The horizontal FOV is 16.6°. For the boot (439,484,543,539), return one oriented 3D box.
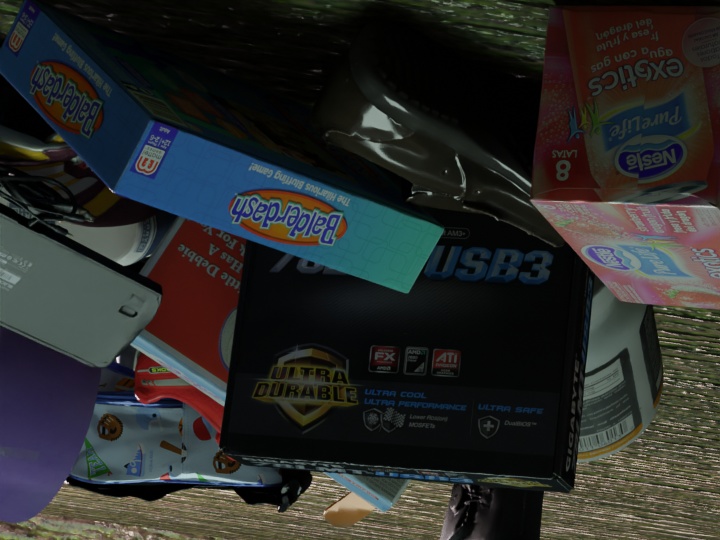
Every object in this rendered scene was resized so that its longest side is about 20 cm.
[{"bbox_3d":[0.090,0.111,1.740,0.065,0.202,0.165,11,167,-15],"label":"boot"}]

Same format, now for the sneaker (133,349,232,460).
[{"bbox_3d":[-0.061,0.094,1.688,0.199,0.086,0.077,21,-174,3],"label":"sneaker"}]

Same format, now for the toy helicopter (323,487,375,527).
[{"bbox_3d":[0.020,0.105,1.768,0.078,0.133,0.200,14,153,-12],"label":"toy helicopter"}]

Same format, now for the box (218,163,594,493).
[{"bbox_3d":[0.031,0.016,1.378,0.198,0.200,0.050,4,168,18],"label":"box"}]

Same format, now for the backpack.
[{"bbox_3d":[-0.139,0.101,1.855,0.189,0.156,0.200,-7,-174,-10],"label":"backpack"}]

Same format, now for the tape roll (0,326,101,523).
[{"bbox_3d":[-0.272,0.079,1.810,0.084,0.202,0.199,16,164,-30],"label":"tape roll"}]

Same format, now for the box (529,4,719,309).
[{"bbox_3d":[0.156,-0.052,1.235,0.094,0.104,0.200,2,167,20],"label":"box"}]

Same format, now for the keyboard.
[{"bbox_3d":[-0.197,-0.021,1.369,0.199,0.040,0.104,28,127,-29],"label":"keyboard"}]

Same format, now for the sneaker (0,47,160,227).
[{"bbox_3d":[-0.166,-0.073,1.386,0.199,0.076,0.090,17,164,-43],"label":"sneaker"}]

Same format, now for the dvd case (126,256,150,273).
[{"bbox_3d":[-0.110,0.022,1.638,0.199,0.025,0.150,18,-174,-15],"label":"dvd case"}]

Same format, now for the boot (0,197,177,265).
[{"bbox_3d":[-0.204,-0.040,1.568,0.199,0.073,0.090,14,-171,22],"label":"boot"}]

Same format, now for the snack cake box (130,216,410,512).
[{"bbox_3d":[-0.036,0.041,1.460,0.199,0.115,0.067,34,170,2],"label":"snack cake box"}]

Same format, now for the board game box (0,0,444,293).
[{"bbox_3d":[-0.073,-0.064,1.277,0.199,0.045,0.152,19,-164,-39],"label":"board game box"}]

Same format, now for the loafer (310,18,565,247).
[{"bbox_3d":[0.051,-0.065,1.281,0.071,0.073,0.199,-30,136,34],"label":"loafer"}]

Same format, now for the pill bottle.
[{"bbox_3d":[0.125,0.031,1.532,0.115,0.117,0.200,4,153,14],"label":"pill bottle"}]
